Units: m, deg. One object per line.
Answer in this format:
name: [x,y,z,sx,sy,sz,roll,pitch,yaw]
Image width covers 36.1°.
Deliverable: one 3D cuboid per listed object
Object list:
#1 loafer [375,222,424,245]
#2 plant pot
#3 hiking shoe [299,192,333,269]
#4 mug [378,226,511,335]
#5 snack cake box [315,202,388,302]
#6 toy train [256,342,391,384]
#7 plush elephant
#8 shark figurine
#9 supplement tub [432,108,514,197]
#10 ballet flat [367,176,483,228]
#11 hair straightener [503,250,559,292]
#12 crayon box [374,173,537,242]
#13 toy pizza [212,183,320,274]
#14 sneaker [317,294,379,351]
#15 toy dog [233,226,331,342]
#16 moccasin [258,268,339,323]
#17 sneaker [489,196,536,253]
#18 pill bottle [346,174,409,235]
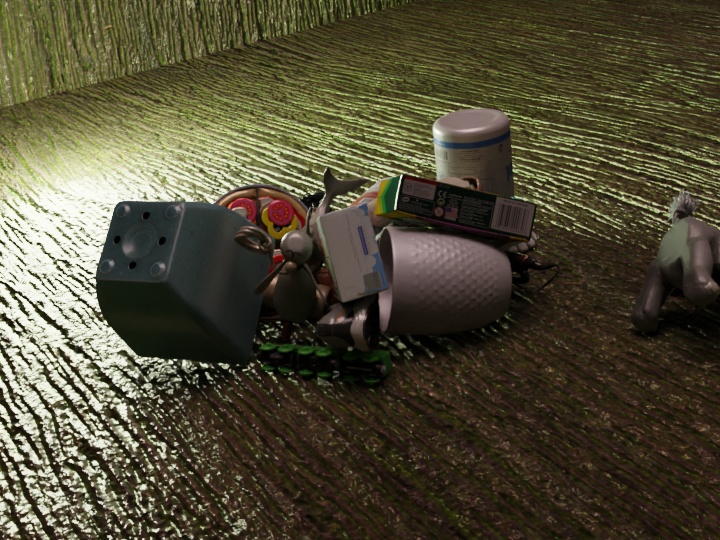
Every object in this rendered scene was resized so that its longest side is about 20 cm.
loafer: [0.084,-0.038,1.711,0.073,0.073,0.199,41,21,19]
plant pot: [-0.260,-0.002,1.538,0.192,0.200,0.200,2,67,23]
hiking shoe: [-0.069,-0.036,1.817,0.073,0.087,0.202,-12,44,25]
mug: [0.113,0.008,1.568,0.172,0.151,0.200,2,16,-9]
snack cake box: [-0.015,-0.024,1.496,0.066,0.117,0.200,-16,2,-4]
toy train: [-0.049,0.120,1.499,0.197,0.043,0.056,4,16,27]
plush elephant: [0.474,0.005,1.477,0.153,0.165,0.203,25,58,-12]
shark figurine: [-0.052,-0.051,1.686,0.088,0.129,0.216,25,41,-2]
supplement tub: [0.191,-0.157,1.846,0.129,0.204,0.132,-7,23,3]
ballet flat: [0.099,-0.115,1.725,0.196,0.068,0.069,-12,60,-12]
hair straightener: [0.204,-0.010,1.660,0.197,0.078,0.041,10,52,24]
crayon box: [0.132,-0.088,1.586,0.196,0.059,0.172,12,1,-9]
toy pizza: [-0.155,-0.037,1.711,0.196,0.204,0.032,-13,-8,-12]
sneaker: [-0.013,0.067,1.502,0.078,0.076,0.200,-1,1,7]
toy dog: [-0.097,0.030,1.510,0.129,0.201,0.098,3,62,23]
moccasin: [-0.105,0.037,1.640,0.197,0.075,0.078,-5,-2,4]
sneaker: [0.196,-0.060,1.762,0.198,0.093,0.077,-24,27,-33]
pill bottle: [0.042,-0.087,1.849,0.110,0.114,0.200,4,25,26]
